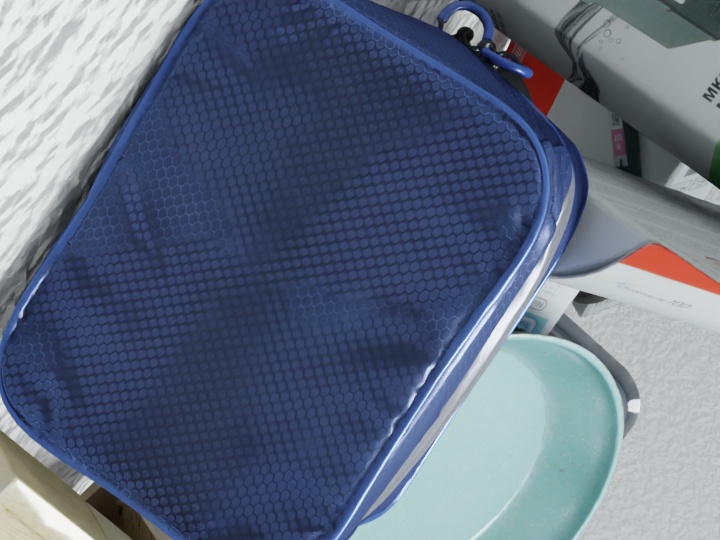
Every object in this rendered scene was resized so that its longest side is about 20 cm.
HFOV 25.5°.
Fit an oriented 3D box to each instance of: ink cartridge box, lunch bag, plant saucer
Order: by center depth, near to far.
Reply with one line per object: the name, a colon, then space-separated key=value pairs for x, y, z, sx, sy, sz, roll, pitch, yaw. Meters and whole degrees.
lunch bag: x=-0.012 y=-0.006 z=0.552 sx=0.200 sy=0.136 sz=0.132 roll=-56 pitch=170 yaw=8
ink cartridge box: x=0.144 y=0.014 z=0.610 sx=0.057 sy=0.162 sz=0.200 roll=-64 pitch=-150 yaw=17
ink cartridge box: x=0.145 y=-0.131 z=0.663 sx=0.146 sy=0.200 sz=0.084 roll=-53 pitch=167 yaw=1
plant saucer: x=0.029 y=0.101 z=0.739 sx=0.200 sy=0.036 sz=0.200 roll=-17 pitch=131 yaw=-21
ink cartridge box: x=0.124 y=-0.098 z=0.852 sx=0.044 sy=0.174 sz=0.200 roll=-18 pitch=154 yaw=-23

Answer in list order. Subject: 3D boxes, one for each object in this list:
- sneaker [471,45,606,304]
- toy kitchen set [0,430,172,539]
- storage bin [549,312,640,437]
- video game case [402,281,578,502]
sneaker: x=0.060 y=-0.028 z=0.773 sx=0.060 sy=0.200 sz=0.104 roll=-5 pitch=-137 yaw=39
toy kitchen set: x=-0.154 y=0.141 z=0.614 sx=0.163 sy=0.180 sz=0.200 roll=-43 pitch=130 yaw=-4
storage bin: x=0.058 y=0.085 z=1.072 sx=0.134 sy=0.200 sz=0.146 roll=-20 pitch=147 yaw=-52
video game case: x=0.004 y=0.013 z=0.696 sx=0.200 sy=0.024 sz=0.182 roll=19 pitch=112 yaw=-40
